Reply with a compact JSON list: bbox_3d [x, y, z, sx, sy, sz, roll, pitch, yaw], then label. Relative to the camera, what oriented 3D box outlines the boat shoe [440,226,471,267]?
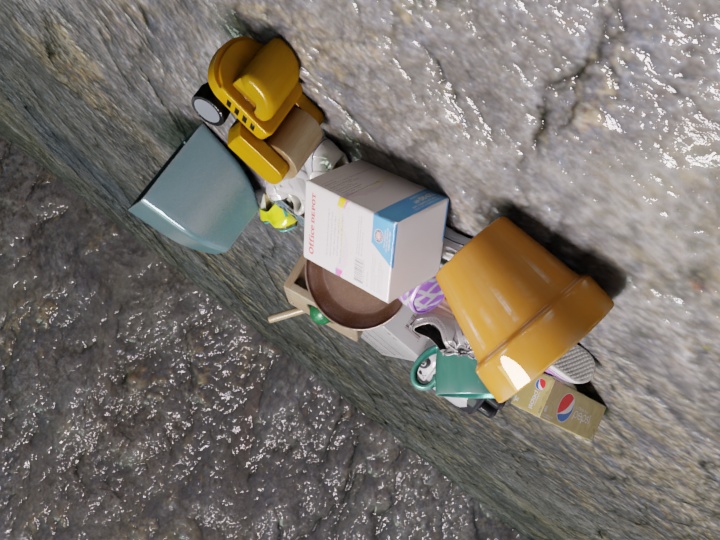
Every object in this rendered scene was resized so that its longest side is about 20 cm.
[{"bbox_3d":[0.151,-0.011,1.383,0.198,0.067,0.074,29,164,30],"label":"boat shoe"}]

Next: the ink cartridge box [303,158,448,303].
[{"bbox_3d":[0.010,-0.068,1.347,0.198,0.124,0.131,29,128,33],"label":"ink cartridge box"}]

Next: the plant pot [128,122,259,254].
[{"bbox_3d":[-0.318,-0.141,1.839,0.199,0.198,0.195,40,165,-15],"label":"plant pot"}]

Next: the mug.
[{"bbox_3d":[0.193,0.163,1.622,0.181,0.117,0.152,6,169,-19],"label":"mug"}]

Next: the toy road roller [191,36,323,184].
[{"bbox_3d":[-0.126,-0.233,1.279,0.200,0.124,0.145,43,153,-20],"label":"toy road roller"}]

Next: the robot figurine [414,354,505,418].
[{"bbox_3d":[0.197,0.197,1.781,0.198,0.152,0.125,36,-165,4],"label":"robot figurine"}]

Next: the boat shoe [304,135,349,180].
[{"bbox_3d":[-0.036,-0.134,1.462,0.069,0.071,0.201,33,158,23],"label":"boat shoe"}]

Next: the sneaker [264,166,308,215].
[{"bbox_3d":[-0.130,-0.175,1.490,0.200,0.100,0.074,47,164,-29],"label":"sneaker"}]

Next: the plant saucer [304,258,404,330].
[{"bbox_3d":[0.000,0.000,1.591,0.199,0.203,0.037,34,-164,13],"label":"plant saucer"}]

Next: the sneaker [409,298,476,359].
[{"bbox_3d":[0.169,0.123,1.518,0.198,0.082,0.076,29,143,28],"label":"sneaker"}]

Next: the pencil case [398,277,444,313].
[{"bbox_3d":[0.057,-0.017,1.472,0.200,0.084,0.085,47,133,34],"label":"pencil case"}]

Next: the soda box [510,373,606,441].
[{"bbox_3d":[0.339,0.229,1.557,0.063,0.069,0.199,22,175,45],"label":"soda box"}]

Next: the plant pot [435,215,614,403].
[{"bbox_3d":[0.201,0.039,1.217,0.184,0.199,0.200,50,167,8],"label":"plant pot"}]

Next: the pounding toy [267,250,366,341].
[{"bbox_3d":[-0.057,0.034,1.710,0.182,0.202,0.143,28,164,11],"label":"pounding toy"}]

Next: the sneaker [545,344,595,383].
[{"bbox_3d":[0.272,0.113,1.471,0.200,0.073,0.114,42,168,-15],"label":"sneaker"}]

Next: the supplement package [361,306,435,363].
[{"bbox_3d":[0.073,0.091,1.773,0.117,0.118,0.199,39,166,-18],"label":"supplement package"}]

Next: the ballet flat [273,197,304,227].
[{"bbox_3d":[-0.088,-0.114,1.644,0.198,0.075,0.075,30,164,21],"label":"ballet flat"}]

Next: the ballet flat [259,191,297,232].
[{"bbox_3d":[-0.163,-0.124,1.790,0.068,0.066,0.200,67,170,-16],"label":"ballet flat"}]
